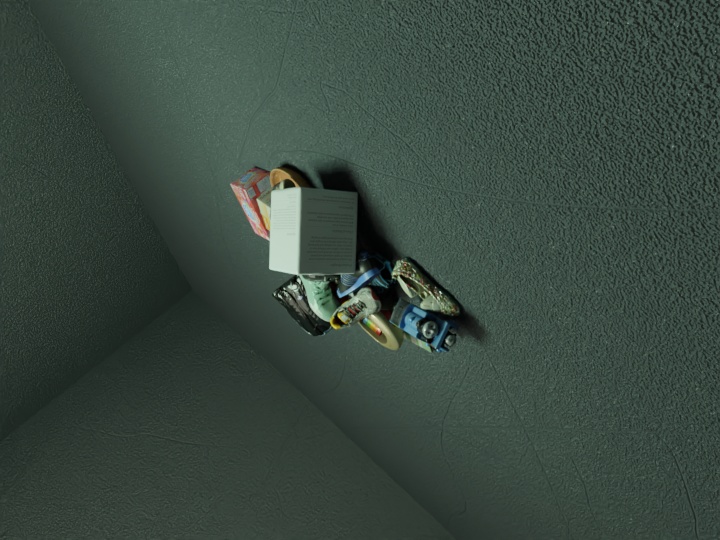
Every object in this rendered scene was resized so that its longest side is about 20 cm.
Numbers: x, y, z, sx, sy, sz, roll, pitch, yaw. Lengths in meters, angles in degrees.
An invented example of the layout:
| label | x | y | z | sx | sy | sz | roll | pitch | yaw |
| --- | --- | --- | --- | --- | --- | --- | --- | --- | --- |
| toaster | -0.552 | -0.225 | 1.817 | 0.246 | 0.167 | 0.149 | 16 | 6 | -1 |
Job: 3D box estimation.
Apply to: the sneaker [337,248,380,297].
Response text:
| label | x | y | z | sx | sy | sz | roll | pitch | yaw |
| --- | --- | --- | --- | --- | --- | --- | --- | --- | --- |
| sneaker | -0.016 | 0.008 | 1.344 | 0.079 | 0.070 | 0.200 | 63 | 146 | 7 |

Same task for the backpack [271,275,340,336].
| label | x | y | z | sx | sy | sz | roll | pitch | yaw |
| --- | --- | --- | --- | --- | --- | --- | --- | --- | --- |
| backpack | -0.152 | 0.107 | 1.619 | 0.162 | 0.153 | 0.201 | -36 | 85 | 26 |

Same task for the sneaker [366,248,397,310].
| label | x | y | z | sx | sy | sz | roll | pitch | yaw |
| --- | --- | --- | --- | --- | --- | --- | --- | --- | --- |
| sneaker | 0.059 | 0.039 | 1.382 | 0.081 | 0.073 | 0.202 | 26 | 147 | 43 |

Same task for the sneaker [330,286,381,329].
| label | x | y | z | sx | sy | sz | roll | pitch | yaw |
| --- | --- | --- | --- | --- | --- | --- | --- | --- | --- |
| sneaker | -0.013 | 0.113 | 1.404 | 0.078 | 0.082 | 0.200 | 51 | 139 | 2 |

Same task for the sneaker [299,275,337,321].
| label | x | y | z | sx | sy | sz | roll | pitch | yaw |
| --- | --- | --- | --- | --- | --- | --- | --- | --- | --- |
| sneaker | -0.111 | 0.062 | 1.496 | 0.202 | 0.073 | 0.118 | 63 | 155 | -9 |

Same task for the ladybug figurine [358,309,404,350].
| label | x | y | z | sx | sy | sz | roll | pitch | yaw |
| --- | --- | --- | --- | --- | --- | --- | --- | --- | --- |
| ladybug figurine | 0.052 | 0.144 | 1.497 | 0.200 | 0.072 | 0.136 | 42 | 155 | 11 |

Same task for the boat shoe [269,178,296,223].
| label | x | y | z | sx | sy | sz | roll | pitch | yaw |
| --- | --- | --- | --- | --- | --- | --- | --- | --- | --- |
| boat shoe | -0.209 | -0.141 | 1.367 | 0.064 | 0.203 | 0.071 | -9 | 167 | 38 |

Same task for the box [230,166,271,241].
| label | x | y | z | sx | sy | sz | roll | pitch | yaw |
| --- | --- | --- | --- | --- | --- | --- | --- | --- | --- |
| box | -0.308 | -0.209 | 1.616 | 0.094 | 0.103 | 0.201 | 26 | 149 | 41 |

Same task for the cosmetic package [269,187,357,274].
| label | x | y | z | sx | sy | sz | roll | pitch | yaw |
| --- | --- | --- | --- | --- | --- | --- | --- | --- | --- |
| cosmetic package | -0.118 | -0.096 | 1.273 | 0.165 | 0.165 | 0.203 | 8 | 96 | 55 |

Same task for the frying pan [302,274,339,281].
| label | x | y | z | sx | sy | sz | roll | pitch | yaw |
| --- | --- | --- | --- | --- | --- | --- | --- | --- | --- |
| frying pan | -0.081 | 0.014 | 1.361 | 0.189 | 0.114 | 0.031 | 9 | 102 | 45 |

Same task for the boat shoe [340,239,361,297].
| label | x | y | z | sx | sy | sz | roll | pitch | yaw |
| --- | --- | --- | --- | --- | --- | --- | --- | --- | --- |
| boat shoe | -0.041 | -0.020 | 1.447 | 0.085 | 0.074 | 0.204 | 19 | 134 | 42 |

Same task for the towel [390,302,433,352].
| label | x | y | z | sx | sy | sz | roll | pitch | yaw |
| --- | --- | --- | --- | --- | --- | --- | --- | --- | --- |
| towel | 0.123 | 0.147 | 1.502 | 0.199 | 0.023 | 0.154 | 25 | 147 | 40 |

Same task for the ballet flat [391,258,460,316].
| label | x | y | z | sx | sy | sz | roll | pitch | yaw |
| --- | --- | --- | --- | --- | --- | --- | --- | --- | --- |
| ballet flat | 0.153 | 0.054 | 1.258 | 0.200 | 0.064 | 0.076 | 43 | 156 | 13 |

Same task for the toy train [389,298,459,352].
| label | x | y | z | sx | sy | sz | roll | pitch | yaw |
| --- | --- | --- | --- | --- | --- | --- | --- | --- | --- |
| toy train | 0.158 | 0.137 | 1.278 | 0.113 | 0.088 | 0.200 | 24 | -178 | -24 |

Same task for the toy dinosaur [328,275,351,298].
| label | x | y | z | sx | sy | sz | roll | pitch | yaw |
| --- | --- | --- | --- | --- | --- | --- | --- | --- | --- |
| toy dinosaur | -0.045 | 0.047 | 1.541 | 0.198 | 0.048 | 0.089 | 23 | 143 | 6 |

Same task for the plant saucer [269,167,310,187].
| label | x | y | z | sx | sy | sz | roll | pitch | yaw |
| --- | --- | --- | --- | --- | --- | --- | --- | --- | --- |
| plant saucer | -0.181 | -0.211 | 1.472 | 0.200 | 0.037 | 0.201 | 39 | 155 | 22 |

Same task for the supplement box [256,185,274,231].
| label | x | y | z | sx | sy | sz | roll | pitch | yaw |
| --- | --- | --- | --- | --- | --- | --- | --- | --- | --- |
| supplement box | -0.199 | -0.137 | 1.476 | 0.199 | 0.073 | 0.127 | 35 | 152 | 29 |

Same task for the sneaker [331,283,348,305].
| label | x | y | z | sx | sy | sz | roll | pitch | yaw |
| --- | --- | --- | --- | --- | --- | --- | --- | --- | --- |
| sneaker | -0.110 | 0.025 | 1.653 | 0.200 | 0.078 | 0.116 | 44 | 157 | 9 |
